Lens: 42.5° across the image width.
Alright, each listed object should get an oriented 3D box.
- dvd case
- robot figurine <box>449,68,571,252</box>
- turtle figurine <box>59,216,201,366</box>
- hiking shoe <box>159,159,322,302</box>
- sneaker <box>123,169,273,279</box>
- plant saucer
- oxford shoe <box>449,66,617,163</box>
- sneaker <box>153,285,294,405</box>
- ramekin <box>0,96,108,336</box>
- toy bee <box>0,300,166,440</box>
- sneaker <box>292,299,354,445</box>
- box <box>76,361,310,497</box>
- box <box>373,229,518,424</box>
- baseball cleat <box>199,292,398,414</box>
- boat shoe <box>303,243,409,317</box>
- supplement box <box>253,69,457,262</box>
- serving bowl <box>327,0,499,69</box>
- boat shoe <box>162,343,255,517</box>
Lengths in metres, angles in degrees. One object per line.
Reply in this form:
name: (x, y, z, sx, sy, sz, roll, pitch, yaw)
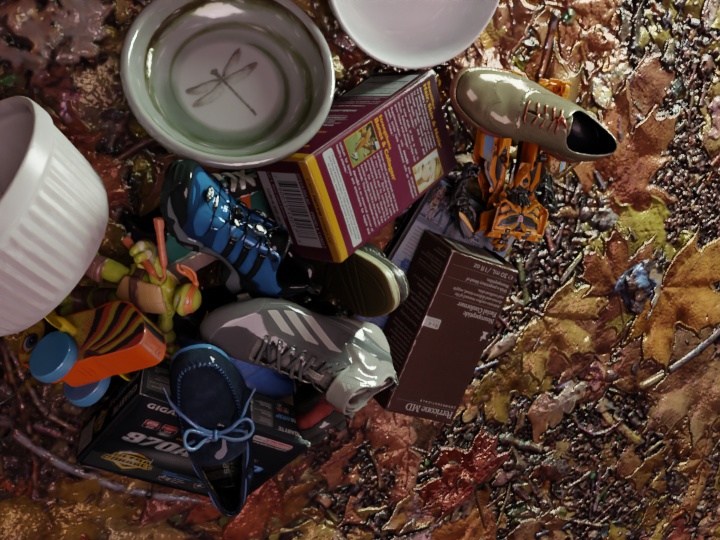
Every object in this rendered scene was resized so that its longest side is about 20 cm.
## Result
dvd case: (0.088, 0.001, 1.092, 0.142, 0.018, 0.202, 28, 97, -30)
robot figurine: (0.175, -0.120, 1.050, 0.143, 0.058, 0.203, 4, 98, -25)
turtle figurine: (-0.215, 0.010, 0.884, 0.159, 0.065, 0.202, 10, 138, 15)
hiking shoe: (-0.107, -0.039, 0.848, 0.200, 0.085, 0.075, 53, 39, -54)
sneaker: (-0.143, -0.067, 0.930, 0.199, 0.071, 0.080, -33, 124, -8)
plant saucer: (-0.124, -0.177, 0.871, 0.197, 0.050, 0.203, 4, 68, -10)
oxford shoe: (0.186, -0.166, 0.973, 0.198, 0.075, 0.072, 14, 93, -26)
sneaker: (-0.128, 0.077, 0.989, 0.197, 0.077, 0.112, 14, 113, -21)
ramekin: (-0.310, -0.039, 0.798, 0.200, 0.200, 0.105, -47, 130, -1)
toy bee: (-0.277, 0.066, 0.858, 0.197, 0.110, 0.132, -11, 141, -5)
sneaker: (-0.046, 0.097, 0.978, 0.070, 0.201, 0.098, -26, 113, 19)
box: (-0.175, 0.176, 0.979, 0.198, 0.046, 0.159, 23, 133, -29)
box: (0.089, 0.067, 1.067, 0.099, 0.075, 0.202, 15, 105, -28)
baseball cleat: (-0.051, 0.080, 0.876, 0.197, 0.107, 0.070, 6, 129, -27)
boat shoe: (0.000, 0.001, 0.953, 0.065, 0.200, 0.073, -20, 102, -25)
supplement box: (-0.001, -0.109, 0.928, 0.200, 0.085, 0.112, -40, 123, -35)
serving bowl: (0.047, -0.308, 0.927, 0.197, 0.066, 0.203, -8, 113, -21)
boat shoe: (-0.128, 0.155, 0.877, 0.083, 0.069, 0.202, -15, 131, -1)
